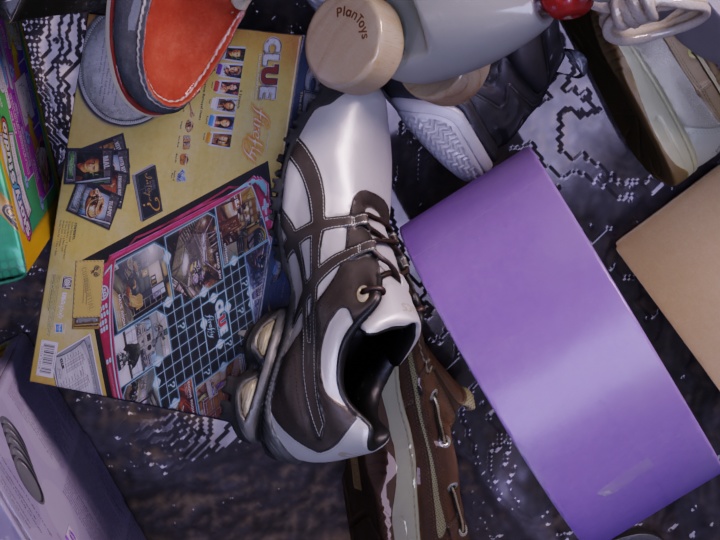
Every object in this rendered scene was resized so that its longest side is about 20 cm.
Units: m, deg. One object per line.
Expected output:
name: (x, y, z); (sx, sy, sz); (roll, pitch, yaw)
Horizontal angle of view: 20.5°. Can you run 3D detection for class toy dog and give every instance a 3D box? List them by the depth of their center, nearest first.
toy dog: (0.064, -0.151, 0.964); (0.198, 0.132, 0.097); (-17, 77, 15)

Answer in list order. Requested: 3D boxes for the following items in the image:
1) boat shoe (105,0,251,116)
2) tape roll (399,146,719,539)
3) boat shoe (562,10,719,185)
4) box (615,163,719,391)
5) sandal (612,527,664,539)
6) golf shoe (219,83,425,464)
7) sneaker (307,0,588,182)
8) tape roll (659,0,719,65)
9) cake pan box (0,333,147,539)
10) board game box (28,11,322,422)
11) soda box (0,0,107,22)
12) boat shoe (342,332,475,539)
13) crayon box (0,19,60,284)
boat shoe: (-0.068, -0.170, 0.989); (0.071, 0.062, 0.202); (21, 89, -42)
tape roll: (0.106, 0.041, 1.059); (0.085, 0.200, 0.201); (-31, 106, 6)
boat shoe: (0.148, -0.147, 1.082); (0.066, 0.074, 0.201); (-30, 108, -8)
box: (0.268, -0.008, 1.105); (0.199, 0.021, 0.164); (-38, 83, 16)
sandal: (0.095, 0.206, 1.185); (0.198, 0.045, 0.076); (-19, 106, 2)
golf shoe: (0.000, 0.000, 0.996); (0.094, 0.078, 0.202); (6, 82, 36)
sneaker: (0.036, -0.154, 1.068); (0.114, 0.076, 0.200); (-39, 107, 3)
tape roll: (0.230, -0.202, 1.035); (0.198, 0.066, 0.203); (-1, 94, -20)
cake pan box: (-0.165, 0.152, 1.081); (0.052, 0.184, 0.201); (-26, 107, 8)
board game box: (-0.096, -0.029, 1.053); (0.134, 0.035, 0.202); (9, 89, 25)
soda box: (-0.152, -0.170, 0.979); (0.063, 0.200, 0.071); (29, 102, 2)
boat shoe: (0.026, 0.074, 1.139); (0.074, 0.075, 0.204); (-12, 107, -25)
crayon box: (-0.211, -0.102, 1.037); (0.058, 0.119, 0.202); (-10, 106, 5)
